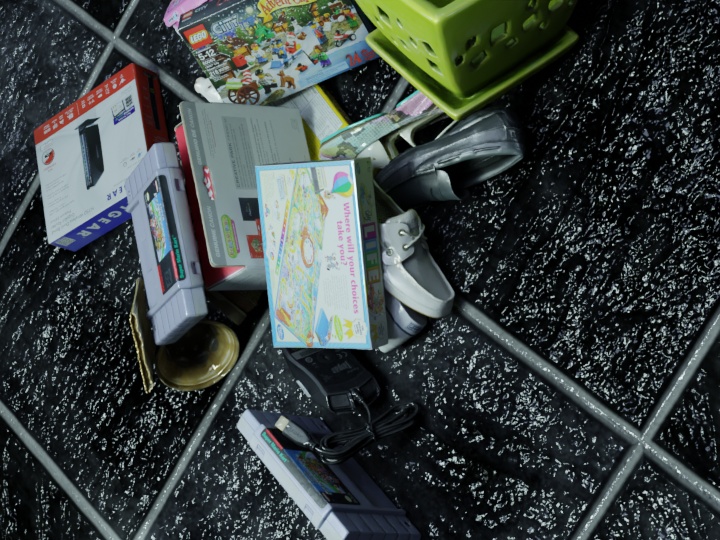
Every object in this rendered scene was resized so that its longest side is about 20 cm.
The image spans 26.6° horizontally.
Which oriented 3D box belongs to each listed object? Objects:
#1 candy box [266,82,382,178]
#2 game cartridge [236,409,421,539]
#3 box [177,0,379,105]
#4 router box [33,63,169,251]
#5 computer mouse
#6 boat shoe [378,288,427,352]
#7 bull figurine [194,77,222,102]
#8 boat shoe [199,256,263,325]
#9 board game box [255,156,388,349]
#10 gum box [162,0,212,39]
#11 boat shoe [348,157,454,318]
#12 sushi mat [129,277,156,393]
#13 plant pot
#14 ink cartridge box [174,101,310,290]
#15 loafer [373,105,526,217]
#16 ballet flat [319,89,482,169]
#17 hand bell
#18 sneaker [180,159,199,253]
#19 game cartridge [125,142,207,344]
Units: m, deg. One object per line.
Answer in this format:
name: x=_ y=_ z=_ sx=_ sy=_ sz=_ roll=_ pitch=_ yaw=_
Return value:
candy box: x=-0.054 y=-0.151 z=1.805 sx=0.102 sy=0.026 sz=0.200 roll=-46 pitch=54 yaw=16
game cartridge: x=-0.035 y=0.222 z=1.618 sx=0.038 sy=0.129 sz=0.200 roll=-54 pitch=52 yaw=13
box: x=-0.093 y=-0.273 z=1.769 sx=0.199 sy=0.137 sz=0.038 roll=-21 pitch=37 yaw=17
router box: x=-0.340 y=-0.149 z=2.017 sx=0.200 sy=0.049 sz=0.180 roll=-28 pitch=61 yaw=29
computer mouse: x=-0.045 y=0.140 z=1.663 sx=0.200 sy=0.140 sz=0.046 roll=41 pitch=142 yaw=34
boat shoe: x=0.000 y=0.000 z=1.689 sx=0.065 sy=0.073 sz=0.200 roll=-40 pitch=56 yaw=20
bull figurine: x=-0.119 y=-0.281 z=1.863 sx=0.200 sy=0.065 sz=0.122 roll=-29 pitch=52 yaw=24
boat shoe: x=-0.181 y=-0.008 z=1.845 sx=0.068 sy=0.072 sz=0.200 roll=-49 pitch=51 yaw=-2
board game box: x=-0.042 y=-0.017 z=1.632 sx=0.134 sy=0.034 sz=0.201 roll=0 pitch=99 yaw=36
gum box: x=-0.158 y=-0.358 z=1.852 sx=0.113 sy=0.066 sz=0.200 roll=-30 pitch=27 yaw=33
boat shoe: x=0.036 y=-0.037 z=1.633 sx=0.200 sy=0.071 sz=0.069 roll=47 pitch=122 yaw=8
sushi mat: x=-0.258 y=0.074 z=1.811 sx=0.012 sy=0.200 sz=0.096 roll=-12 pitch=103 yaw=-3
plant pot: x=0.109 y=-0.286 z=1.586 sx=0.200 sy=0.182 sz=0.199 roll=-33 pitch=52 yaw=-15
ink cartridge box: x=-0.139 y=-0.084 z=1.731 sx=0.084 sy=0.175 sz=0.201 roll=-27 pitch=70 yaw=45
loafer: x=0.091 y=-0.106 z=1.648 sx=0.200 sy=0.068 sz=0.071 roll=-29 pitch=54 yaw=26
ballet flat: x=0.047 y=-0.155 z=1.692 sx=0.199 sy=0.069 sz=0.071 roll=-28 pitch=82 yaw=18
hand bell: x=-0.228 y=0.044 z=1.864 sx=0.104 sy=0.104 sz=0.200 roll=-50 pitch=42 yaw=16
sneaker: x=-0.177 y=-0.115 z=1.825 sx=0.077 sy=0.089 sz=0.201 roll=2 pitch=52 yaw=30
game cartridge: x=-0.221 y=-0.029 z=1.708 sx=0.130 sy=0.038 sz=0.201 roll=139 pitch=121 yaw=-64
